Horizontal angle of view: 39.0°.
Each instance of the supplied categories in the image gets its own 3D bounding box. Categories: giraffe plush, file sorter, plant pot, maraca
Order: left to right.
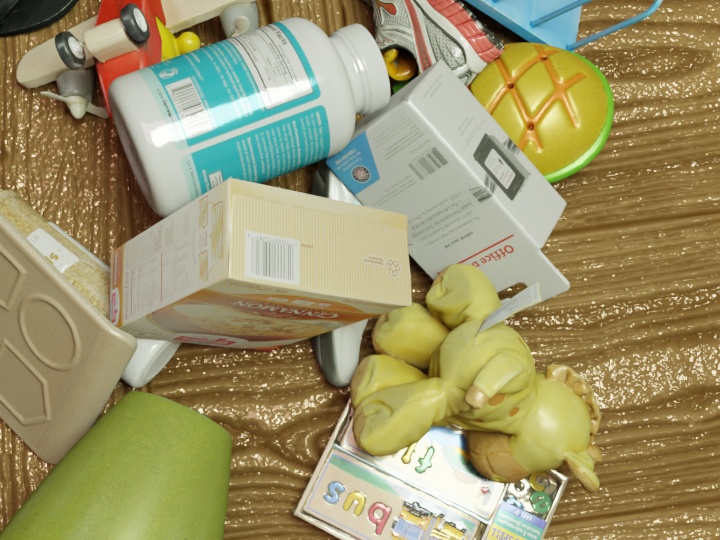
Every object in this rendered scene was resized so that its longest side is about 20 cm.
[{"bbox_3d":[-0.182,0.203,0.785,0.187,0.187,0.201,21,68,4],"label":"plant pot"},{"bbox_3d":[0.118,-0.136,0.883,0.199,0.107,0.138,5,68,21],"label":"maraca"},{"bbox_3d":[0.111,0.100,0.806,0.162,0.200,0.173,42,50,-24],"label":"giraffe plush"},{"bbox_3d":[0.153,-0.294,0.848,0.200,0.123,0.139,24,70,-30],"label":"file sorter"}]

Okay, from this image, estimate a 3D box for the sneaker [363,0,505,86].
[{"bbox_3d":[0.034,-0.215,0.879,0.082,0.078,0.200,-49,46,10],"label":"sneaker"}]

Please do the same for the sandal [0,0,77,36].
[{"bbox_3d":[-0.348,-0.250,0.927,0.200,0.048,0.076,-16,80,-3],"label":"sandal"}]

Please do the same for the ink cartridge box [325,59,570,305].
[{"bbox_3d":[0.083,-0.058,0.839,0.200,0.116,0.067,47,49,-13],"label":"ink cartridge box"}]

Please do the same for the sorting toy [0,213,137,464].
[{"bbox_3d":[-0.283,0.045,0.833,0.200,0.185,0.036,40,38,5],"label":"sorting toy"}]

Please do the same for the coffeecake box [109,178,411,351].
[{"bbox_3d":[-0.082,0.005,0.779,0.153,0.200,0.073,9,72,-35],"label":"coffeecake box"}]

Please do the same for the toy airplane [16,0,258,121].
[{"bbox_3d":[-0.186,-0.208,0.891,0.200,0.141,0.199,23,66,40],"label":"toy airplane"}]

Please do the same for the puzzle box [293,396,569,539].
[{"bbox_3d":[0.059,0.191,0.861,0.199,0.025,0.133,25,81,4],"label":"puzzle box"}]

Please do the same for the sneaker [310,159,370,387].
[{"bbox_3d":[0.000,0.000,0.874,0.080,0.070,0.201,4,85,-20],"label":"sneaker"}]

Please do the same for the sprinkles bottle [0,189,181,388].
[{"bbox_3d":[-0.246,0.015,0.870,0.200,0.068,0.068,37,82,7],"label":"sprinkles bottle"}]

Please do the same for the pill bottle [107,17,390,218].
[{"bbox_3d":[-0.080,-0.123,0.774,0.199,0.111,0.111,-22,80,-15],"label":"pill bottle"}]
